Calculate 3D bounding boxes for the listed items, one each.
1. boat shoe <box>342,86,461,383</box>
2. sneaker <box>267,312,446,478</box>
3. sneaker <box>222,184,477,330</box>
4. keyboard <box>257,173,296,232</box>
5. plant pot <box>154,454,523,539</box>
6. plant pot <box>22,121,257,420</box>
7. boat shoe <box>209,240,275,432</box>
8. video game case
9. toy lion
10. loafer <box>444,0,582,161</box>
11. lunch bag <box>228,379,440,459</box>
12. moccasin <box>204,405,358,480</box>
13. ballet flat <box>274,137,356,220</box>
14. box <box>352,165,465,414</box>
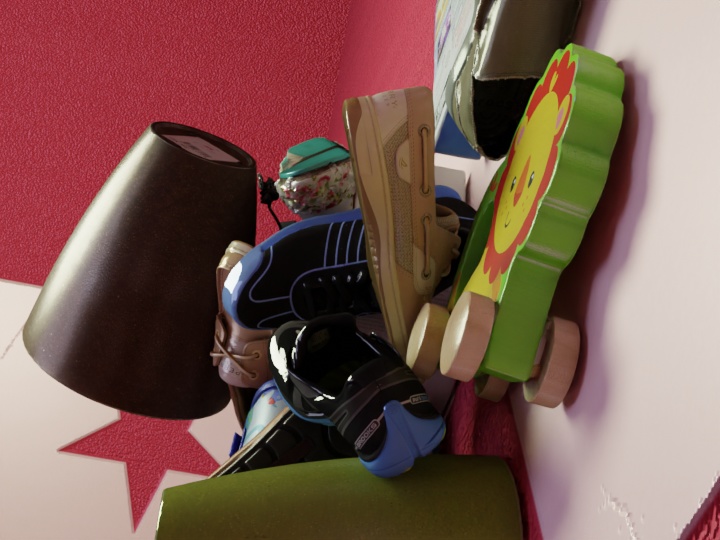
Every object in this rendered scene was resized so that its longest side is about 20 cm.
[{"bbox_3d":[0.036,-0.019,0.794,0.072,0.064,0.203,-109,7,-68],"label":"boat shoe"},{"bbox_3d":[-0.011,0.057,0.744,0.083,0.070,0.199,63,167,-19],"label":"sneaker"},{"bbox_3d":[0.000,0.000,0.873,0.078,0.198,0.071,-126,15,-55],"label":"sneaker"},{"bbox_3d":[-0.054,-0.021,1.013,0.128,0.020,0.200,64,180,-10],"label":"keyboard"},{"bbox_3d":[-0.026,0.188,0.717,0.187,0.197,0.190,-170,90,-82],"label":"plant pot"},{"bbox_3d":[-0.161,-0.012,1.010,0.187,0.184,0.202,-98,29,-71],"label":"plant pot"},{"bbox_3d":[-0.081,0.066,0.958,0.069,0.073,0.202,-45,-37,-29],"label":"boat shoe"},{"bbox_3d":[0.101,-0.222,0.952,0.201,0.045,0.183,108,169,-50],"label":"video game case"},{"bbox_3d":[0.092,-0.025,0.690,0.200,0.068,0.195,144,142,-81],"label":"toy lion"},{"bbox_3d":[0.104,-0.148,0.755,0.201,0.074,0.070,101,164,-49],"label":"loafer"},{"bbox_3d":[-0.028,0.172,0.958,0.201,0.158,0.083,106,173,-47],"label":"lunch bag"},{"bbox_3d":[-0.042,0.137,0.829,0.201,0.074,0.078,-41,-7,-14],"label":"moccasin"},{"bbox_3d":[-0.029,-0.067,0.979,0.200,0.075,0.065,-96,-12,-78],"label":"ballet flat"},{"bbox_3d":[0.026,0.022,1.000,0.125,0.096,0.202,107,171,-48],"label":"box"}]
